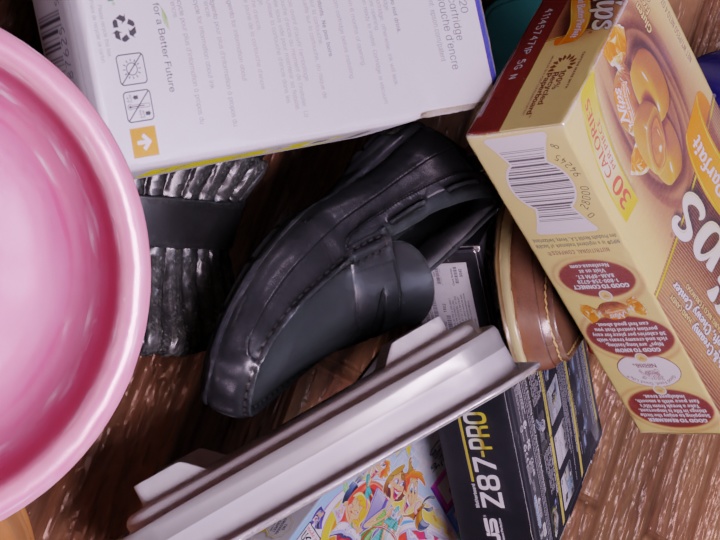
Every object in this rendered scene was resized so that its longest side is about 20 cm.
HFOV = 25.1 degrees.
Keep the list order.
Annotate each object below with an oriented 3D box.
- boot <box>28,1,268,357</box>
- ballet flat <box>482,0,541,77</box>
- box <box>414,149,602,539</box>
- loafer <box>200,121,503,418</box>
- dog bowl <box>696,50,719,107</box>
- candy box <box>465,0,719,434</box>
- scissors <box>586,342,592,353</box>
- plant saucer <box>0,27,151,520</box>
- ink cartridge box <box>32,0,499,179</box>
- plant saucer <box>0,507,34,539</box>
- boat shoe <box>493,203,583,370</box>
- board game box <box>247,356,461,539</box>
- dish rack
[{"bbox_3d":[-0.057,-0.046,0.740,0.210,0.079,0.159,-8,96,-35],"label":"boot"},{"bbox_3d":[0.093,-0.169,0.899,0.068,0.068,0.201,-56,133,-43],"label":"ballet flat"},{"bbox_3d":[0.084,0.045,0.892,0.161,0.049,0.201,-52,133,-56],"label":"box"},{"bbox_3d":[0.000,0.000,0.726,0.201,0.070,0.068,-47,160,-43],"label":"loafer"},{"bbox_3d":[0.234,-0.029,0.966,0.199,0.079,0.201,-16,116,-36],"label":"dog bowl"},{"bbox_3d":[0.134,-0.030,0.760,0.200,0.055,0.116,56,49,-33],"label":"candy box"},{"bbox_3d":[0.128,0.010,0.914,0.200,0.014,0.074,26,55,-81],"label":"scissors"},{"bbox_3d":[-0.179,0.001,0.590,0.199,0.051,0.202,-2,96,-15],"label":"plant saucer"},{"bbox_3d":[-0.047,-0.148,0.676,0.199,0.047,0.199,-13,91,-37],"label":"ink cartridge box"},{"bbox_3d":[-0.207,0.150,0.646,0.200,0.037,0.201,-10,104,-47],"label":"plant saucer"},{"bbox_3d":[0.114,-0.022,0.830,0.200,0.067,0.072,-64,141,-52],"label":"boat shoe"},{"bbox_3d":[0.026,0.164,0.900,0.135,0.034,0.200,-51,130,-29],"label":"board game box"},{"bbox_3d":[-0.022,0.075,0.719,0.199,0.172,0.044,-29,87,-3],"label":"dish rack"}]
